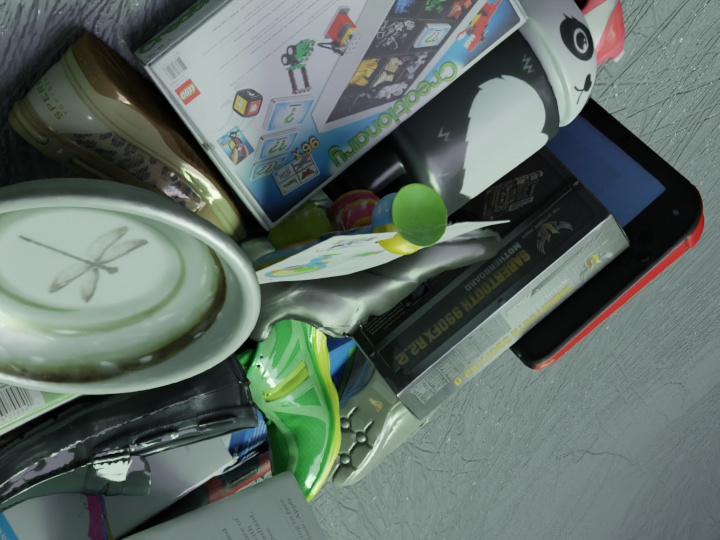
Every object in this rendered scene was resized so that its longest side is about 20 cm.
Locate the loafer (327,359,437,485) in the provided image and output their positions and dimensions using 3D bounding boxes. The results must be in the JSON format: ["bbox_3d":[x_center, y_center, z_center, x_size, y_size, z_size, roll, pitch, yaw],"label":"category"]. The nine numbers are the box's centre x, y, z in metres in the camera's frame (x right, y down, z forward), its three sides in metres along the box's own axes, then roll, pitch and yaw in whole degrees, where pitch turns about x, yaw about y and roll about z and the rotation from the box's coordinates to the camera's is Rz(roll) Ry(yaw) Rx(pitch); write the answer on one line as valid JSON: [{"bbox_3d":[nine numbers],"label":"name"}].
[{"bbox_3d":[0.035,0.085,1.299,0.200,0.070,0.070,-47,170,20],"label":"loafer"}]

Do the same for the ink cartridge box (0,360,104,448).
[{"bbox_3d":[-0.228,0.090,1.078,0.145,0.048,0.200,-26,176,-32],"label":"ink cartridge box"}]

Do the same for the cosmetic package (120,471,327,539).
[{"bbox_3d":[-0.117,0.262,1.128,0.165,0.165,0.200,-34,169,30],"label":"cosmetic package"}]

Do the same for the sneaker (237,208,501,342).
[{"bbox_3d":[0.000,0.000,1.144,0.199,0.076,0.091,-7,106,-9],"label":"sneaker"}]

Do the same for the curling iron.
[{"bbox_3d":[-0.118,0.177,1.254,0.200,0.026,0.050,-28,158,-43],"label":"curling iron"}]

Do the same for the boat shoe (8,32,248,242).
[{"bbox_3d":[-0.127,-0.063,0.943,0.063,0.073,0.200,-35,146,5],"label":"boat shoe"}]

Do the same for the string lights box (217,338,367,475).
[{"bbox_3d":[-0.065,0.084,1.305,0.199,0.059,0.103,-27,153,-31],"label":"string lights box"}]

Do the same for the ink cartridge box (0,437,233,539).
[{"bbox_3d":[-0.200,0.157,1.136,0.200,0.085,0.144,-33,178,-23],"label":"ink cartridge box"}]

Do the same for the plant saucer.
[{"bbox_3d":[-0.155,0.000,0.919,0.199,0.050,0.201,-3,146,-2],"label":"plant saucer"}]

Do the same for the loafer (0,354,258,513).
[{"bbox_3d":[-0.156,0.113,1.045,0.200,0.071,0.068,-26,175,-22],"label":"loafer"}]

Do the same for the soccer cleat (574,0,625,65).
[{"bbox_3d":[0.100,-0.144,1.179,0.199,0.067,0.077,-32,125,-8],"label":"soccer cleat"}]

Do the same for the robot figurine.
[{"bbox_3d":[0.060,-0.111,1.070,0.200,0.125,0.150,-36,-171,-12],"label":"robot figurine"}]

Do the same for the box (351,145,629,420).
[{"bbox_3d":[0.070,-0.014,1.205,0.200,0.159,0.048,-41,143,1],"label":"box"}]

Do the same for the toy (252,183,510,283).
[{"bbox_3d":[-0.013,-0.024,0.991,0.115,0.048,0.200,-7,177,-29],"label":"toy"}]

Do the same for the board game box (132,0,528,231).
[{"bbox_3d":[-0.014,-0.133,0.944,0.200,0.035,0.126,-39,119,-6],"label":"board game box"}]

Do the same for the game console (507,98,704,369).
[{"bbox_3d":[0.139,-0.041,1.231,0.177,0.200,0.031,-38,140,-5],"label":"game console"}]

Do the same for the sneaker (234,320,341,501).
[{"bbox_3d":[-0.063,0.071,1.198,0.083,0.074,0.201,-9,102,-27],"label":"sneaker"}]
